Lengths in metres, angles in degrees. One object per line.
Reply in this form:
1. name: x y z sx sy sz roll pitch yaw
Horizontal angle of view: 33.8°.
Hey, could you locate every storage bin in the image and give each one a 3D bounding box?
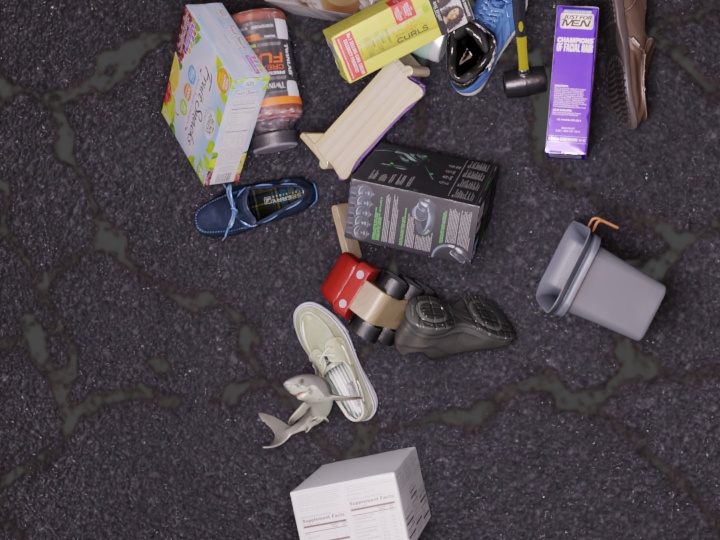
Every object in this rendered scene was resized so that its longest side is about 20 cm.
1. storage bin: 0.338 0.013 1.638 0.133 0.200 0.147 26 96 -1

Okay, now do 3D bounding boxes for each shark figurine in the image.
1. shark figurine: -0.078 0.185 1.752 0.126 0.215 0.091 -5 62 -20

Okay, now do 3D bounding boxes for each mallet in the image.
1. mallet: 0.235 -0.325 1.661 0.065 0.202 0.042 -3 49 1

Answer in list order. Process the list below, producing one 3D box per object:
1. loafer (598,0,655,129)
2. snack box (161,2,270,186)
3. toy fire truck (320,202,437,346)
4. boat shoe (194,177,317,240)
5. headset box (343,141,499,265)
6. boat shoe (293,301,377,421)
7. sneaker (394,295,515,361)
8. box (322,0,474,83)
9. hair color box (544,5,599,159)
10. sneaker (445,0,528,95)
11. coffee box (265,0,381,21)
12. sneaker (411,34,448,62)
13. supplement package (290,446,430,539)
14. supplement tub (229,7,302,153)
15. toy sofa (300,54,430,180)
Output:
1. loafer: 0.387 -0.302 1.672 0.070 0.073 0.204 -8 98 -11
2. snack box: -0.214 -0.255 1.721 0.170 0.067 0.201 57 143 30
3. toy fire truck: 0.000 0.000 1.718 0.199 0.176 0.130 36 99 23
4. boat shoe: -0.166 -0.105 1.794 0.197 0.069 0.085 -22 87 11
5. headset box: 0.082 -0.100 1.681 0.197 0.174 0.094 12 116 10
6. boat shoe: -0.037 0.135 1.776 0.072 0.062 0.202 -34 85 10
7. sneaker: 0.133 0.088 1.707 0.091 0.197 0.077 -58 37 37
8. box: 0.052 -0.338 1.628 0.198 0.050 0.076 -27 117 -5
9. hair color box: 0.300 -0.262 1.674 0.064 0.109 0.204 3 92 11
10. sneaker: 0.181 -0.351 1.695 0.076 0.111 0.202 28 96 10
11. coffee box: -0.033 -0.425 1.719 0.198 0.079 0.116 18 95 34
12. sneaker: 0.091 -0.419 1.726 0.116 0.074 0.204 20 102 11
13. supplement package: 0.004 0.337 1.701 0.153 0.200 0.113 -13 89 12
14. supplement tub: -0.144 -0.280 1.767 0.105 0.107 0.204 -12 89 12
15. toy sofa: 0.016 -0.228 1.728 0.098 0.083 0.200 47 111 10
